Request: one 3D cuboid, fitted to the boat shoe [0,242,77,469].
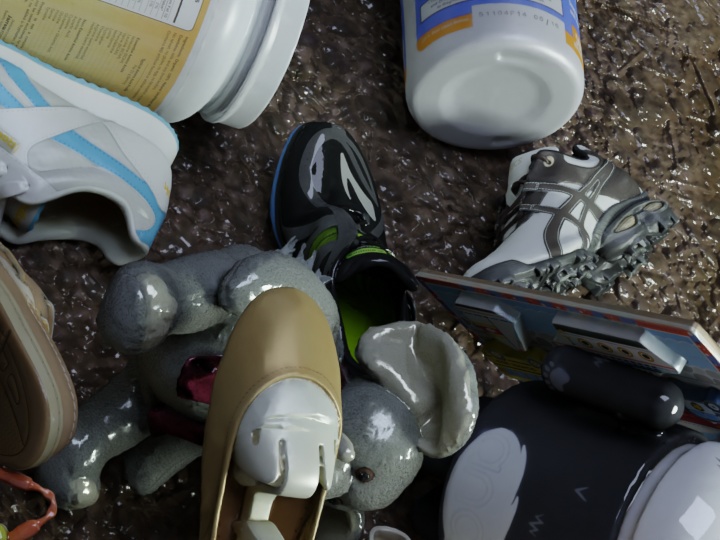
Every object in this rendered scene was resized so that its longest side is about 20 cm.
[{"bbox_3d":[-0.178,0.022,0.998,0.064,0.071,0.200,6,31,-41],"label":"boat shoe"}]

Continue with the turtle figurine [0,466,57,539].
[{"bbox_3d":[-0.144,0.187,0.944,0.200,0.064,0.161,40,54,-13],"label":"turtle figurine"}]

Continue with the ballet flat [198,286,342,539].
[{"bbox_3d":[-0.038,0.109,0.916,0.068,0.063,0.201,8,94,-28],"label":"ballet flat"}]

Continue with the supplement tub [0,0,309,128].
[{"bbox_3d":[-0.140,-0.166,1.133,0.199,0.145,0.145,17,52,-21],"label":"supplement tub"}]

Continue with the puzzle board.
[{"bbox_3d":[0.136,0.058,1.096,0.151,0.200,0.017,43,69,-37],"label":"puzzle board"}]

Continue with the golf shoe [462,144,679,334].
[{"bbox_3d":[0.104,-0.021,1.236,0.095,0.078,0.200,51,36,13],"label":"golf shoe"}]

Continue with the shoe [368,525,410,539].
[{"bbox_3d":[0.015,0.169,0.979,0.070,0.200,0.054,20,95,-8],"label":"shoe"}]

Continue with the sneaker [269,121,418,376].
[{"bbox_3d":[0.000,0.000,1.147,0.071,0.083,0.200,8,56,-27],"label":"sneaker"}]

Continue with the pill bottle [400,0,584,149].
[{"bbox_3d":[0.079,-0.186,1.303,0.112,0.112,0.201,15,54,-23],"label":"pill bottle"}]

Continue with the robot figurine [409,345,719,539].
[{"bbox_3d":[0.123,0.129,1.073,0.125,0.200,0.150,-60,143,-17],"label":"robot figurine"}]

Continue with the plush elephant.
[{"bbox_3d":[-0.039,0.072,1.017,0.155,0.165,0.200,43,38,15],"label":"plush elephant"}]

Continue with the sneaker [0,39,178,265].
[{"bbox_3d":[-0.192,-0.066,1.081,0.199,0.077,0.081,17,53,-18],"label":"sneaker"}]
